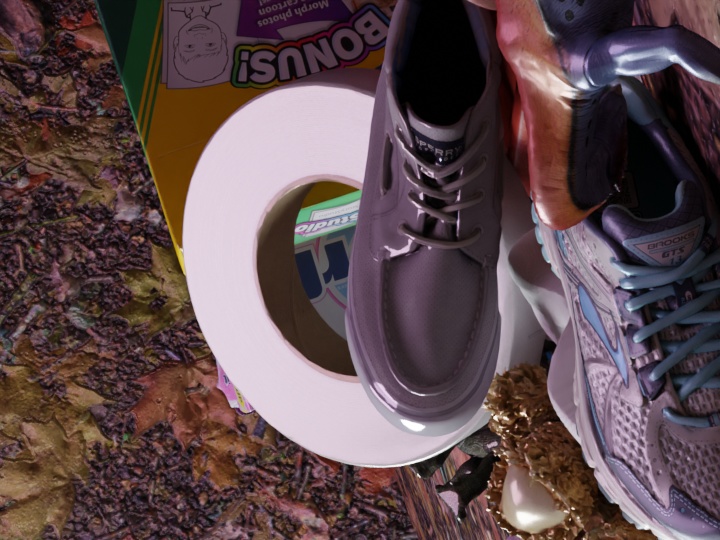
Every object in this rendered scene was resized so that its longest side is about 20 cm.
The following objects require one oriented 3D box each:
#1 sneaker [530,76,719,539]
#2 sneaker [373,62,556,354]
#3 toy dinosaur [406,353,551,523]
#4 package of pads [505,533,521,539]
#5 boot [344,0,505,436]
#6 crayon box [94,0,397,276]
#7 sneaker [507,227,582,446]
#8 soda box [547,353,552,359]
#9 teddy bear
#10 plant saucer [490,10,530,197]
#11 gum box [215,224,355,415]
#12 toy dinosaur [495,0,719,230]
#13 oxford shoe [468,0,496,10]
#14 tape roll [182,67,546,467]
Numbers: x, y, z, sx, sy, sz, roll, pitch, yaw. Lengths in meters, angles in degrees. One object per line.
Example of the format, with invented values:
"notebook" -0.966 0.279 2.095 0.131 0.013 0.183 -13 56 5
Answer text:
"sneaker" 0.111 0.014 0.905 0.086 0.077 0.201 88 164 -62
"sneaker" 0.070 -0.040 1.245 0.200 0.090 0.066 46 -175 -20
"toy dinosaur" 0.071 0.078 1.248 0.077 0.102 0.200 45 178 1
"package of pads" 0.117 0.218 1.100 0.076 0.121 0.200 17 -158 -44
"boot" 0.029 -0.035 1.054 0.096 0.073 0.201 89 -179 -64
"crayon box" -0.029 -0.109 1.318 0.058 0.199 0.173 84 167 -69
"sneaker" 0.122 0.046 1.030 0.089 0.075 0.200 60 -173 -25
"soda box" 0.108 0.108 1.392 0.200 0.064 0.068 -114 7 -55
"teddy bear" 0.113 0.096 1.077 0.145 0.067 0.200 39 -170 21
"plant saucer" 0.063 -0.139 1.129 0.200 0.037 0.200 89 162 -73
"gum box" 0.003 0.001 1.357 0.066 0.199 0.114 119 134 -84
"toy dinosaur" 0.058 -0.097 0.709 0.105 0.199 0.182 -88 17 -56
"oxford shoe" 0.027 -0.204 1.027 0.070 0.075 0.200 1 -133 -51
"tape roll" 0.000 0.000 1.191 0.037 0.202 0.204 -26 -80 -52
